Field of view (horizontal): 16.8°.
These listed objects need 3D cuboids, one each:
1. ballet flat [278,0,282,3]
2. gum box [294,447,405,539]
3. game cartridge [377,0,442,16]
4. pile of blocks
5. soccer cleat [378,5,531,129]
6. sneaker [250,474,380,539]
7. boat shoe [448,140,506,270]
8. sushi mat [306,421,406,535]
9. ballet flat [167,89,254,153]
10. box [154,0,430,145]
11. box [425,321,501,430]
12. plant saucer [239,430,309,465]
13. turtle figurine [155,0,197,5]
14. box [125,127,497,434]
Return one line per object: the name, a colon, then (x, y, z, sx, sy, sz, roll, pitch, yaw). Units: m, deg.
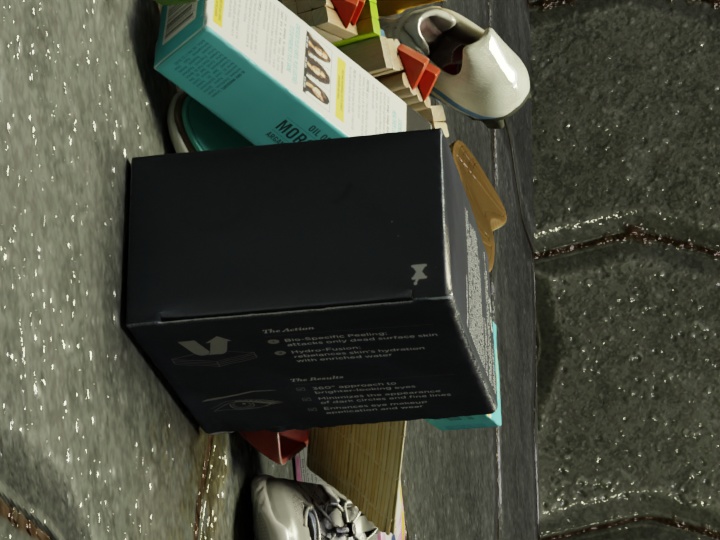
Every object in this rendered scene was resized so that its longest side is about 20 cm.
ballet flat: (-0.078, -0.192, 1.692, 0.200, 0.067, 0.068, 6, 79, -80)
gum box: (-0.010, 0.145, 1.952, 0.114, 0.066, 0.200, -26, 112, -78)
game cartridge: (-0.007, -0.266, 1.798, 0.176, 0.032, 0.200, 53, -17, -12)
pile of blocks: (0.014, -0.157, 1.706, 0.200, 0.062, 0.082, 48, 37, -47)
soccer cleat: (0.045, -0.167, 1.795, 0.070, 0.200, 0.086, -48, 131, -19)
sneaker: (-0.031, 0.180, 1.767, 0.200, 0.082, 0.075, -10, 95, -80)
boat shoe: (0.062, -0.039, 1.804, 0.073, 0.063, 0.200, 54, 18, -12)
sushi mat: (-0.001, 0.089, 1.699, 0.096, 0.012, 0.200, 40, -39, 35)
ballet flat: (-0.064, -0.055, 1.635, 0.200, 0.069, 0.069, 29, 47, -33)
box: (-0.040, -0.112, 1.580, 0.200, 0.049, 0.082, 37, 34, -27)
box: (0.067, 0.067, 1.766, 0.200, 0.049, 0.082, 42, 44, -78)
plant saucer: (-0.064, 0.030, 1.778, 0.200, 0.037, 0.200, -26, 111, -80)
turtle figurine: (-0.117, -0.269, 1.482, 0.144, 0.200, 0.194, 115, -1, -62)
box: (-0.026, 0.012, 1.523, 0.200, 0.197, 0.118, 65, 22, -65)
